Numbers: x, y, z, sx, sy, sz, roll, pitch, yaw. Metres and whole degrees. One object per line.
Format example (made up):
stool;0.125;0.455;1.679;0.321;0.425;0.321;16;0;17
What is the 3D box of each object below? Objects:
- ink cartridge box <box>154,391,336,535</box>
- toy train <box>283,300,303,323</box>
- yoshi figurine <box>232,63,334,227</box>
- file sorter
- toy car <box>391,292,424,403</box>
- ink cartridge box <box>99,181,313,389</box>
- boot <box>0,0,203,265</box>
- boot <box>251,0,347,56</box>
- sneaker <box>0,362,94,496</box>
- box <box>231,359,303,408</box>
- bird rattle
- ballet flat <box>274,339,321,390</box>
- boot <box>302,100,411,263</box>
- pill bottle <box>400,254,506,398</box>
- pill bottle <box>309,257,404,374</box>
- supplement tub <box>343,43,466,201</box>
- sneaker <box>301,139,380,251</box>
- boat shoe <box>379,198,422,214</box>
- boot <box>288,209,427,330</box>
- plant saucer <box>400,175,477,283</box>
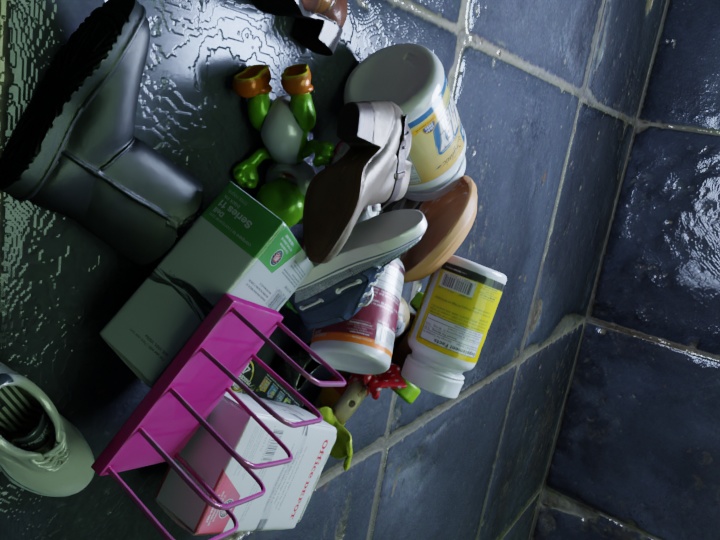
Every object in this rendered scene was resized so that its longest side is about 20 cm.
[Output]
ink cartridge box;-0.134;0.241;0.772;0.200;0.082;0.148;34;79;-57
toy train;-0.094;0.025;0.861;0.057;0.042;0.200;-52;144;-11
yoshi figurine;-0.093;-0.132;0.732;0.111;0.112;0.202;-27;131;-29
file sorter;-0.125;0.148;0.608;0.201;0.125;0.139;-52;164;-1
toy car;0.054;0.092;1.034;0.165;0.158;0.200;-50;129;-4
ink cartridge box;-0.153;0.029;0.655;0.201;0.083;0.147;-51;164;-9
boot;-0.209;-0.119;0.570;0.168;0.076;0.202;35;82;-53
boot;-0.048;-0.381;0.704;0.188;0.068;0.202;18;89;-58
sneaker;-0.303;0.159;0.570;0.073;0.070;0.201;-52;143;-29
box;-0.170;0.197;0.816;0.162;0.049;0.201;-54;145;-20
bird rattle;-0.026;0.189;0.952;0.112;0.163;0.201;33;81;-16
ballet flat;-0.037;0.116;0.927;0.199;0.057;0.067;-31;145;-23
boot;0.009;-0.101;0.725;0.146;0.070;0.202;7;101;-61
pill bottle;0.139;0.083;0.946;0.114;0.113;0.202;16;96;-58
pill bottle;0.001;0.034;0.868;0.114;0.113;0.202;46;49;-55
supplement tub;0.073;-0.209;0.902;0.146;0.143;0.200;-61;146;-17
sneaker;-0.011;-0.098;0.810;0.081;0.087;0.202;-122;-129;-78
boat shoe;0.041;-0.081;0.994;0.200;0.060;0.074;-50;147;-30
boot;0.000;0.000;0.767;0.073;0.198;0.091;-94;159;-58
plant saucer;0.113;-0.058;0.957;0.037;0.200;0.201;37;69;-17
